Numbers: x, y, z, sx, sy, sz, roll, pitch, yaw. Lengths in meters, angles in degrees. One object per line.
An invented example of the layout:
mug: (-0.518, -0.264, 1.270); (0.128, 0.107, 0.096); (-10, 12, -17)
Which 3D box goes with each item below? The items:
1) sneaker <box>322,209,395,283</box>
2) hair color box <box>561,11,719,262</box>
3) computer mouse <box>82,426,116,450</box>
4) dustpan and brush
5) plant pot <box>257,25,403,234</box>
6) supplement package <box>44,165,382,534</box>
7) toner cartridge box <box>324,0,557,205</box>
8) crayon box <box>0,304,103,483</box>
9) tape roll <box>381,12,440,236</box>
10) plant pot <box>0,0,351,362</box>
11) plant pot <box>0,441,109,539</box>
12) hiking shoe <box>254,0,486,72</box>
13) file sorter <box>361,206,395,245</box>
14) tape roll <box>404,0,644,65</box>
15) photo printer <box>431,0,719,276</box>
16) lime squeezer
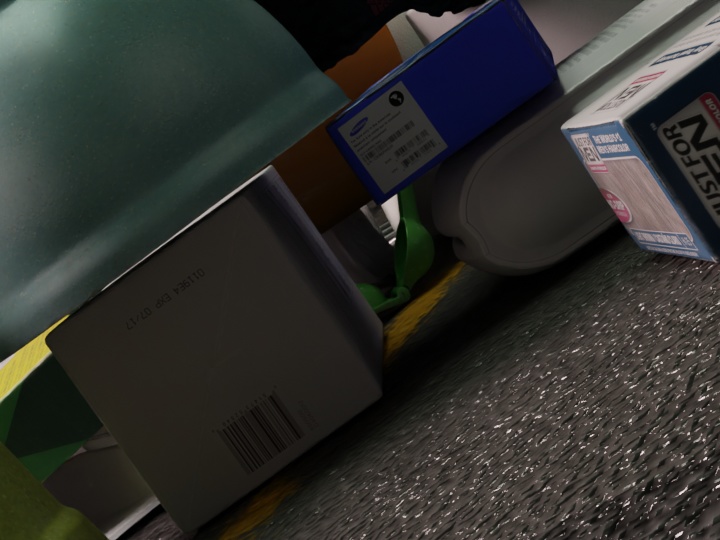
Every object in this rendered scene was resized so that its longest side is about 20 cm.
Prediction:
sneaker: (-0.042, 0.006, 1.137); (0.115, 0.075, 0.200); (-44, 10, -6)
hair color box: (0.174, -0.085, 0.582); (0.199, 0.061, 0.100); (-35, 5, -2)
computer mouse: (-0.110, 0.060, 0.986); (0.109, 0.044, 0.200); (-16, 4, 16)
dustpan and brush: (-0.187, 0.138, 0.925); (0.139, 0.057, 0.200); (-37, 5, -16)
plant pot: (-0.069, -0.087, 1.011); (0.182, 0.202, 0.200); (-22, 2, -14)
supplement package: (-0.061, 0.029, 0.812); (0.113, 0.110, 0.200); (-35, 5, 6)
toner cartridge box: (0.043, -0.087, 0.782); (0.095, 0.043, 0.200); (-34, 6, 10)
crayon box: (-0.206, 0.092, 0.907); (0.200, 0.051, 0.127); (-42, 18, 13)
tape roll: (0.021, -0.121, 1.134); (0.037, 0.205, 0.203); (-16, 3, -6)
plant pot: (-0.122, -0.069, 0.734); (0.200, 0.135, 0.200); (-37, 5, 4)
plant pot: (-0.220, 0.110, 0.697); (0.199, 0.185, 0.200); (-34, 5, 3)
hiking shoe: (-0.014, -0.158, 0.820); (0.198, 0.076, 0.101); (-14, 43, 10)
file sorter: (-0.019, -0.072, 1.332); (0.124, 0.140, 0.200); (-28, 8, 30)
tape roll: (0.144, -0.156, 0.996); (0.202, 0.140, 0.203); (-36, 5, 4)
photo printer: (0.120, -0.072, 0.772); (0.199, 0.070, 0.166); (-36, 5, 7)
lime squeezer: (0.000, 0.000, 0.953); (0.201, 0.070, 0.038); (-58, 25, -4)
